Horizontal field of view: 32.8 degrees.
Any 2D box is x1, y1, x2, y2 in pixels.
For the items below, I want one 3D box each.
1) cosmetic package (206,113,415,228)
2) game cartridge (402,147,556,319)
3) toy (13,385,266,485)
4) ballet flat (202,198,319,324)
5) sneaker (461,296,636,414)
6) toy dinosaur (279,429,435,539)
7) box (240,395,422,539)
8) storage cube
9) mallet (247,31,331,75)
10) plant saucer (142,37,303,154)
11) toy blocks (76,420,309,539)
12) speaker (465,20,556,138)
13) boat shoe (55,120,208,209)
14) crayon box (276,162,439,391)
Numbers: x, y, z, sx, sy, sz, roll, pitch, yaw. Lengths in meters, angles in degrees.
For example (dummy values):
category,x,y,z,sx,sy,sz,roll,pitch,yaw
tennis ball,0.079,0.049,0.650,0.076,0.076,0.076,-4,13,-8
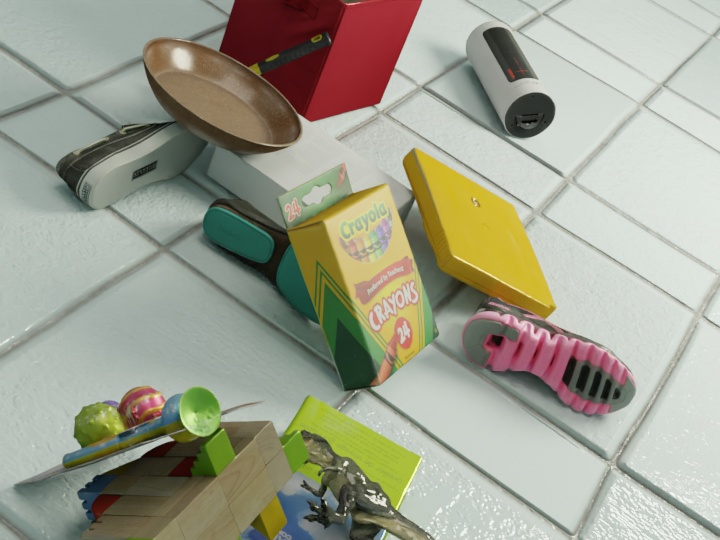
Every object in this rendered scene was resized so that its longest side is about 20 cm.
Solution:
category,x,y,z,sx,sy,sz,roll,pitch,yaw
cosmetic package,-0.054,-0.099,1.408,0.199,0.052,0.151,35,33,14
game cartridge,0.137,-0.040,1.427,0.175,0.032,0.201,27,32,-31
toy,-0.175,0.115,0.928,0.114,0.199,0.048,-15,88,-44
ballet flat,-0.075,-0.017,1.276,0.199,0.068,0.068,38,28,17
sneaker,0.206,0.084,1.320,0.198,0.080,0.096,25,23,-2
toy dinosaur,0.002,0.198,0.974,0.199,0.048,0.088,39,30,10
box,-0.035,0.201,1.025,0.121,0.048,0.200,28,35,5
storage cube,-0.054,-0.322,1.592,0.171,0.181,0.199,41,38,22
mallet,-0.126,-0.232,1.463,0.198,0.041,0.066,-19,48,6
plant saucer,-0.158,-0.187,1.362,0.199,0.037,0.201,28,26,-15
toy blocks,-0.150,0.177,0.923,0.136,0.101,0.200,-7,22,35
speaker,0.219,-0.281,1.796,0.080,0.082,0.201,8,38,-22
boat shoe,-0.240,-0.132,1.319,0.063,0.071,0.200,37,38,16
crayon box,0.000,0.000,1.203,0.127,0.050,0.202,-34,108,-51
